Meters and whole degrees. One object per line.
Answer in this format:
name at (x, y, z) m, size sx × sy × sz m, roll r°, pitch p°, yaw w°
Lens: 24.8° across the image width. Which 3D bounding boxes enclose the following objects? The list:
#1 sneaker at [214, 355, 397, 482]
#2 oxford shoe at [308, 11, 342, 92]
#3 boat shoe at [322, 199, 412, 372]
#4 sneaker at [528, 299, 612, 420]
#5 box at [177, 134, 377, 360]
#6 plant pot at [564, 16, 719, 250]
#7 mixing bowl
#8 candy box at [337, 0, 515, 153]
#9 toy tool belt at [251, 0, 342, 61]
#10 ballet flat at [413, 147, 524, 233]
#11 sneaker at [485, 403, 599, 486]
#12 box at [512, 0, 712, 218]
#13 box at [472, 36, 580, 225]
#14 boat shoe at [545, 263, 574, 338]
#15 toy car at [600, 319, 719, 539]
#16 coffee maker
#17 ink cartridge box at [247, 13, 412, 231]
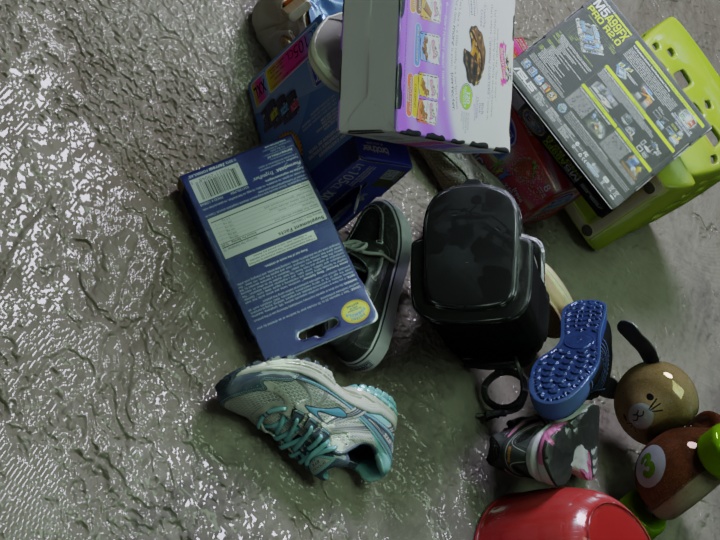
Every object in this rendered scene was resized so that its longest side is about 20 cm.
sneaker at (-0.041, 0.137, 1.467) m, size 0.199 × 0.077 × 0.087 m, roll 19°, pitch 54°, yaw -36°
oxford shoe at (0.011, -0.232, 1.589) m, size 0.075 × 0.058 × 0.200 m, roll 52°, pitch 39°, yaw -5°
boat shoe at (-0.002, 0.001, 1.608) m, size 0.068 × 0.073 × 0.201 m, roll 42°, pitch 47°, yaw -36°
sneaker at (0.222, 0.108, 1.678) m, size 0.200 × 0.069 × 0.079 m, roll -54°, pitch 137°, yaw -55°
box at (-0.077, -0.017, 1.534) m, size 0.120 × 0.032 × 0.201 m, roll -21°, pitch 75°, yaw -17°
plant pot at (0.322, -0.153, 1.959) m, size 0.181 × 0.199 × 0.201 m, roll -31°, pitch 86°, yaw -45°
mixing bowl at (0.216, 0.289, 1.591) m, size 0.199 × 0.108 × 0.202 m, roll 26°, pitch 46°, yaw -29°
candy box at (0.067, -0.203, 1.559) m, size 0.199 × 0.071 × 0.170 m, roll 5°, pitch 87°, yaw -53°
toy tool belt at (-0.014, -0.292, 1.723) m, size 0.199 × 0.123 × 0.125 m, roll -36°, pitch 91°, yaw -24°
ballet flat at (0.114, -0.096, 1.825) m, size 0.067 × 0.046 × 0.201 m, roll -40°, pitch 96°, yaw -39°
sneaker at (0.187, 0.172, 1.673) m, size 0.200 × 0.086 × 0.081 m, roll 12°, pitch 83°, yaw -65°
box at (0.268, -0.185, 1.823) m, size 0.160 × 0.044 × 0.201 m, roll -38°, pitch 89°, yaw -16°
box at (0.174, -0.160, 1.886) m, size 0.099 × 0.095 × 0.201 m, roll -14°, pitch 72°, yaw -48°
boat shoe at (0.148, 0.006, 1.764) m, size 0.200 × 0.073 × 0.063 m, roll 42°, pitch 41°, yaw 2°
toy car at (0.314, 0.156, 1.754) m, size 0.201 × 0.164 × 0.157 m, roll 52°, pitch 38°, yaw 11°
coffee maker at (0.128, 0.029, 1.609) m, size 0.200 × 0.134 × 0.194 m, roll 43°, pitch 25°, yaw -73°
ink cartridge box at (-0.029, -0.130, 1.625) m, size 0.076 × 0.136 × 0.202 m, roll 5°, pitch 58°, yaw -41°
